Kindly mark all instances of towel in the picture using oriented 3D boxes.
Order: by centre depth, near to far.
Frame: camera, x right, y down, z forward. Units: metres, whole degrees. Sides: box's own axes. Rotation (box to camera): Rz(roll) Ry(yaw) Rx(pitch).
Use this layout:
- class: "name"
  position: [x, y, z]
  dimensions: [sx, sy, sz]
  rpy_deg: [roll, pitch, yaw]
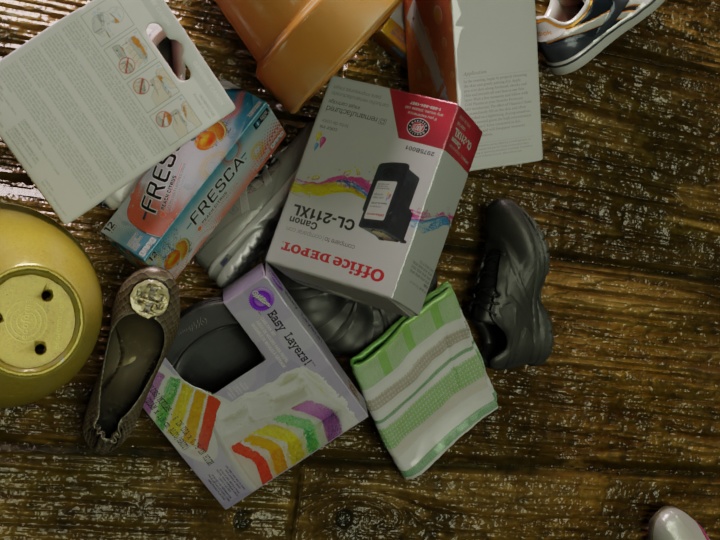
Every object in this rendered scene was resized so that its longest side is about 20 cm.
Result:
- class: "towel"
  position: [0.075, 0.125, 1.466]
  dimensions: [0.149, 0.031, 0.200]
  rpy_deg: [-41, 135, -18]

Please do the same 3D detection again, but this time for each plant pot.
- class: "plant pot"
  position: [-0.321, 0.038, 1.240]
  dimensions: [0.200, 0.142, 0.200]
  rpy_deg: [-2, 95, -27]
- class: "plant pot"
  position: [-0.064, -0.289, 1.326]
  dimensions: [0.183, 0.200, 0.200]
  rpy_deg: [43, 75, -5]

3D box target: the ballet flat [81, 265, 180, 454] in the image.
- class: "ballet flat"
  position: [-0.223, 0.090, 1.290]
  dimensions: [0.067, 0.046, 0.200]
  rpy_deg: [20, 107, -11]

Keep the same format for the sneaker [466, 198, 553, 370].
- class: "sneaker"
  position: [0.163, 0.019, 1.514]
  dimensions: [0.091, 0.076, 0.200]
  rpy_deg: [-14, 99, -31]

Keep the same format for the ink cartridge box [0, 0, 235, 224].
- class: "ink cartridge box"
  position: [-0.243, -0.164, 1.269]
  dimensions: [0.200, 0.047, 0.160]
  rpy_deg: [-34, 100, 1]

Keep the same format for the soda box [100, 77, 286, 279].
- class: "soda box"
  position: [-0.163, -0.087, 1.324]
  dimensions: [0.200, 0.064, 0.068]
  rpy_deg: [-54, 153, -12]

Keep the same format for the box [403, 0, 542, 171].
- class: "box"
  position: [0.116, -0.214, 1.403]
  dimensions: [0.097, 0.124, 0.200]
  rpy_deg: [-9, 104, -20]

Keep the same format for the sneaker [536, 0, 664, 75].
- class: "sneaker"
  position: [0.282, -0.314, 1.548]
  dimensions: [0.200, 0.078, 0.079]
  rpy_deg: [-41, 116, -16]

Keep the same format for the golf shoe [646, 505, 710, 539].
- class: "golf shoe"
  position: [0.430, 0.377, 1.673]
  dimensions: [0.073, 0.092, 0.200]
  rpy_deg: [-38, 108, -17]

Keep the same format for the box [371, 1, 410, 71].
- class: "box"
  position: [0.108, -0.304, 1.484]
  dimensions: [0.119, 0.041, 0.200]
  rpy_deg: [38, 80, -24]

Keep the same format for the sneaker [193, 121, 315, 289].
- class: "sneaker"
  position: [-0.107, -0.081, 1.371]
  dimensions: [0.082, 0.075, 0.200]
  rpy_deg: [36, 78, 9]

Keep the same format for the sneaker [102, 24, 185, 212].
- class: "sneaker"
  position: [-0.212, -0.153, 1.310]
  dimensions: [0.075, 0.087, 0.200]
  rpy_deg: [10, 91, -29]

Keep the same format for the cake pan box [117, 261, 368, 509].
- class: "cake pan box"
  position: [-0.120, 0.115, 1.362]
  dimensions: [0.184, 0.052, 0.200]
  rpy_deg: [-33, 109, 2]

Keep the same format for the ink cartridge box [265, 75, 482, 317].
- class: "ink cartridge box"
  position: [0.014, -0.072, 1.315]
  dimensions: [0.083, 0.146, 0.200]
  rpy_deg: [35, 73, -65]

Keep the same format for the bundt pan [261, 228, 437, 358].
- class: "bundt pan"
  position: [0.000, 0.000, 1.435]
  dimensions: [0.202, 0.076, 0.202]
  rpy_deg: [-3, 96, -27]
